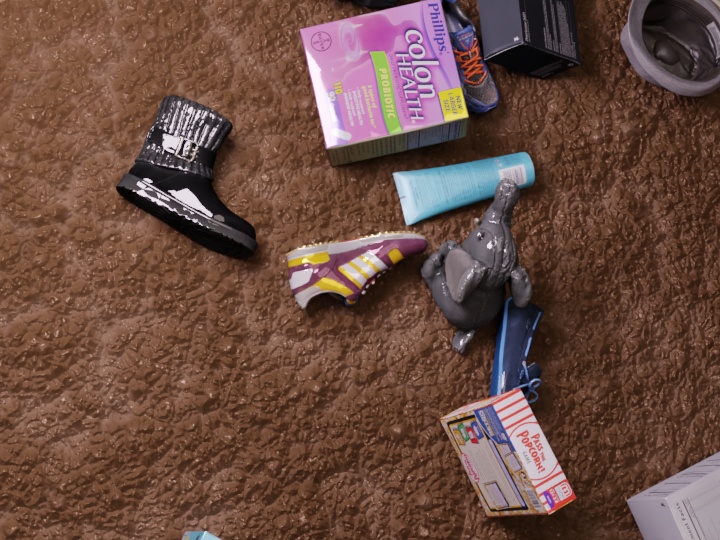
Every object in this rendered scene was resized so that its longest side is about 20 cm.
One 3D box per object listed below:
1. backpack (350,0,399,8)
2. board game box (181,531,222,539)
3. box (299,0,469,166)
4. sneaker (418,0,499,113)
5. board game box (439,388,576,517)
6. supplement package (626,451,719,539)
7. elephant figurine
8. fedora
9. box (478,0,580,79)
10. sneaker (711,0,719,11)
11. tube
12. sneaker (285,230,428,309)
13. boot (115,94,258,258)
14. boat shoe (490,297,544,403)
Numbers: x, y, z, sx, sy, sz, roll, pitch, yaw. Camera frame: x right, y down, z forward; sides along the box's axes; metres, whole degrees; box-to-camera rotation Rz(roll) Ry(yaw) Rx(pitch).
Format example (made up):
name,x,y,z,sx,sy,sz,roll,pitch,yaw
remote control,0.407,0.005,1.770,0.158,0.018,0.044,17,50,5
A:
name,x,y,z,sx,sy,sz,roll,pitch,yaw
backpack,-0.003,-0.488,1.607,0.167,0.127,0.200,13,73,-24
board game box,-0.212,0.382,1.307,0.047,0.200,0.151,30,71,-6
box,0.033,-0.258,1.549,0.200,0.097,0.176,-12,81,0
sneaker,0.142,-0.319,1.630,0.075,0.078,0.200,-29,86,-18
board game box,0.184,0.240,1.447,0.046,0.200,0.152,-25,85,-19
supplement package,0.496,0.327,1.558,0.200,0.110,0.114,-21,84,-19
elephant figurine,0.165,-0.004,1.498,0.141,0.200,0.155,-38,89,-20
fedora,0.471,-0.348,1.719,0.200,0.090,0.177,22,74,-16
box,0.244,-0.400,1.650,0.141,0.079,0.200,8,72,-45
sneaker,0.540,-0.463,1.785,0.090,0.067,0.200,-25,78,-36
tube,0.150,-0.124,1.607,0.200,0.050,0.078,-14,77,-13
sneaker,0.000,0.000,1.527,0.200,0.075,0.090,-10,88,-10
boot,-0.202,-0.127,1.492,0.211,0.079,0.158,31,71,-6
boat shoe,0.220,0.135,1.542,0.068,0.084,0.200,9,77,-1
